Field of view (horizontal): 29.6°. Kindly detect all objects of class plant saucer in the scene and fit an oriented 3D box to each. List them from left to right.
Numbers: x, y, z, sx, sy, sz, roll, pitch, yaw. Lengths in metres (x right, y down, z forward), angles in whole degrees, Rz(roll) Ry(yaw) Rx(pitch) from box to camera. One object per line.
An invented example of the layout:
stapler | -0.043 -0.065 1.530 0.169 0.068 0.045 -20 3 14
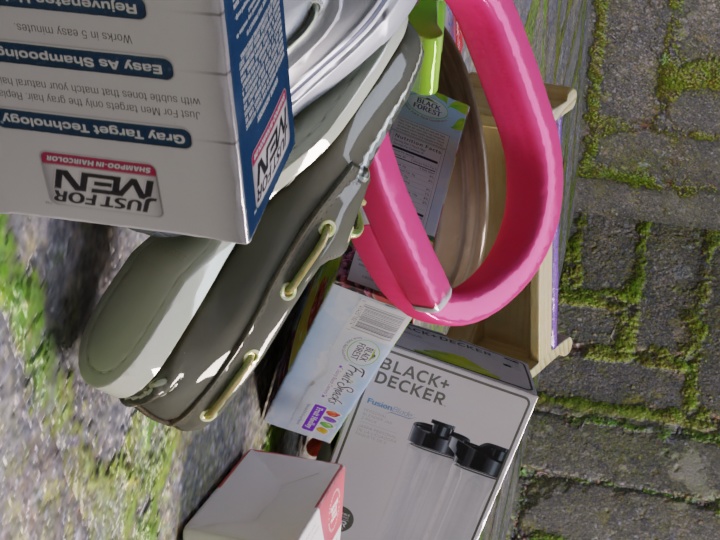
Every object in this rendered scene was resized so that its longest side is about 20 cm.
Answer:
plant saucer | 0.033 -0.074 0.910 0.200 0.029 0.202 170 -90 -73

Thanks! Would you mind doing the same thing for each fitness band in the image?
fitness band | 0.044 -0.065 0.679 0.144 0.037 0.201 -48 129 -32

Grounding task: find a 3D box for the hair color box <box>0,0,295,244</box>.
hair color box | -0.080 -0.108 0.410 0.061 0.099 0.201 -70 164 -47

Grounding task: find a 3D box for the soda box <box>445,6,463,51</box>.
soda box | 0.033 -0.199 0.957 0.200 0.063 0.070 77 25 -59

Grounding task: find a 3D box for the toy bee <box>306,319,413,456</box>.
toy bee | 0.008 0.090 0.982 0.131 0.108 0.201 90 -15 -59

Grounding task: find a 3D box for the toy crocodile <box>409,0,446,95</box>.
toy crocodile | 0.014 -0.165 0.778 0.200 0.061 0.068 -115 -159 -51

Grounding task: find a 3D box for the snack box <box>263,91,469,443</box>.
snack box | 0.000 0.000 0.818 0.200 0.053 0.143 119 -10 -58

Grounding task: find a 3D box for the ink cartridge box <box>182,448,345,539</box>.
ink cartridge box | -0.058 0.223 0.806 0.116 0.067 0.202 -48 144 -69

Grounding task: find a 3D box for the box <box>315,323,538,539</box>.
box | 0.027 0.141 0.910 0.060 0.116 0.201 -91 -158 -74

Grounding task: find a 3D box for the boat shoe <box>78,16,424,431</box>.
boat shoe | -0.036 -0.024 0.572 0.060 0.072 0.202 38 88 -35

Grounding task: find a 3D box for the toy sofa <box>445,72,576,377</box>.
toy sofa | 0.108 -0.035 0.957 0.097 0.082 0.201 -32 127 -46

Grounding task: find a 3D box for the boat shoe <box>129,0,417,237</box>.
boat shoe | -0.038 -0.099 0.518 0.201 0.073 0.067 -54 148 4
